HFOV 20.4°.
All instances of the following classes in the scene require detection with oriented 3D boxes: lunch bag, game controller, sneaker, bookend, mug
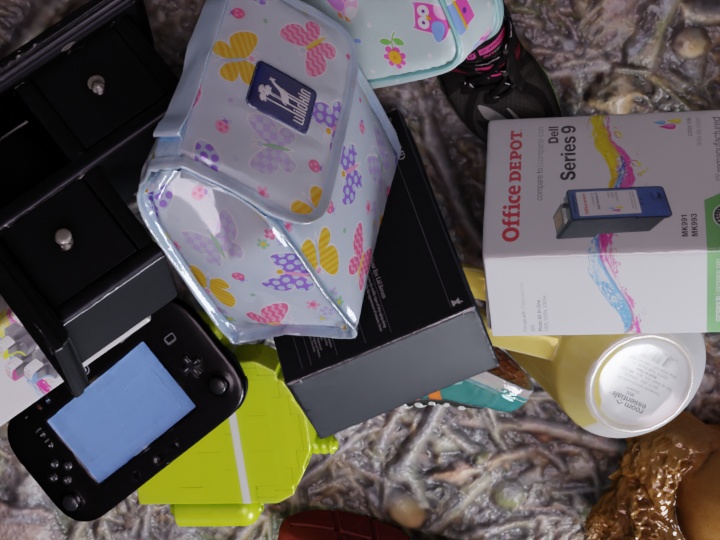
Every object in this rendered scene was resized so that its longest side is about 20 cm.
[{"bbox_3d":[-0.006,-0.199,1.370,0.199,0.077,0.161,-4,122,43],"label":"lunch bag"},{"bbox_3d":[-0.176,0.104,1.497,0.200,0.042,0.104,-39,102,24],"label":"game controller"},{"bbox_3d":[0.017,0.270,1.614,0.198,0.078,0.116,16,109,-11],"label":"sneaker"},{"bbox_3d":[0.082,-0.157,1.440,0.076,0.084,0.201,-32,112,8],"label":"sneaker"},{"bbox_3d":[-0.176,-0.058,1.364,0.198,0.092,0.200,-35,71,-12],"label":"bookend"},{"bbox_3d":[0.032,0.075,1.542,0.199,0.071,0.080,22,111,-6],"label":"sneaker"},{"bbox_3d":[0.167,0.052,1.488,0.185,0.153,0.150,-18,119,-3],"label":"mug"},{"bbox_3d":[-0.060,-0.073,1.322,0.126,0.171,0.200,-4,141,26],"label":"lunch bag"}]

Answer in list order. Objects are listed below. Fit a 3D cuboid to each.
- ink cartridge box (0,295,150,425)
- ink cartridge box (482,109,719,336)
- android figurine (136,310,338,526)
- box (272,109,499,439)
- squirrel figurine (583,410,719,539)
[{"bbox_3d":[-0.251,0.046,1.472,0.199,0.115,0.068,-34,111,9],"label":"ink cartridge box"},{"bbox_3d":[0.186,-0.033,1.407,0.198,0.146,0.088,-2,135,10],"label":"ink cartridge box"},{"bbox_3d":[-0.116,0.117,1.535,0.198,0.041,0.184,-4,113,12],"label":"android figurine"},{"bbox_3d":[0.000,0.000,1.428,0.140,0.201,0.079,-24,139,6],"label":"box"},{"bbox_3d":[0.276,0.216,1.606,0.198,0.142,0.188,16,121,3],"label":"squirrel figurine"}]
